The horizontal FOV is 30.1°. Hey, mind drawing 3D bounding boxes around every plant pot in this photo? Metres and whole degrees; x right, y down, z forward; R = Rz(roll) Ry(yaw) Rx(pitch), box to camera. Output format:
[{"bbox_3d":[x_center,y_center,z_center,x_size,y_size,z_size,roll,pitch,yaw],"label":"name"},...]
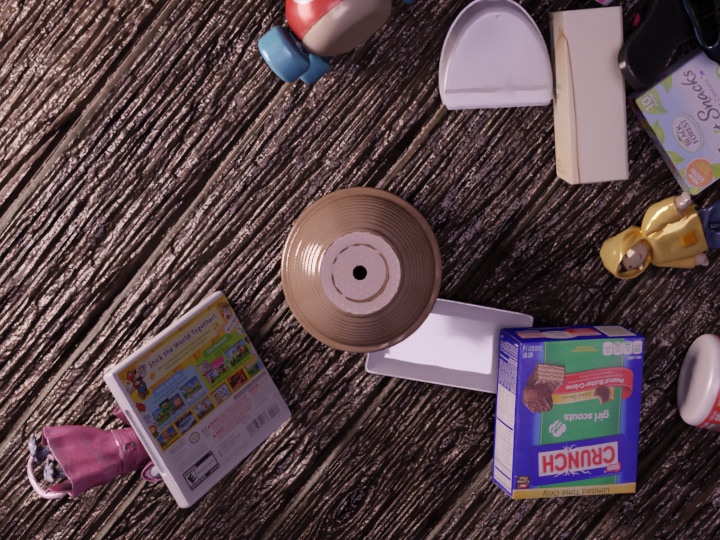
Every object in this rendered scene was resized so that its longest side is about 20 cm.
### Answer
[{"bbox_3d":[0.000,0.000,1.601,0.198,0.093,0.203,0,92,2],"label":"plant pot"}]

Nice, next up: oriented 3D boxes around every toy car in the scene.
[{"bbox_3d":[-0.059,-0.347,1.522,0.184,0.177,0.201,-37,88,15],"label":"toy car"}]

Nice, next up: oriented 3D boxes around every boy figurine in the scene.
[{"bbox_3d":[0.390,-0.045,1.635,0.198,0.065,0.125,-15,134,7],"label":"boy figurine"}]

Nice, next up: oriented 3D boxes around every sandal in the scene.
[{"bbox_3d":[0.344,-0.277,1.574,0.075,0.045,0.200,51,54,-13],"label":"sandal"}]

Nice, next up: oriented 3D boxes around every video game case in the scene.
[{"bbox_3d":[-0.189,0.150,1.598,0.200,0.023,0.183,-39,105,-42],"label":"video game case"}]

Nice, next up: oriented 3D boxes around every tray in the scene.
[{"bbox_3d":[0.110,0.089,1.674,0.198,0.022,0.109,10,98,-6],"label":"tray"}]

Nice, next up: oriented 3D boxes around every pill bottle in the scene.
[{"bbox_3d":[0.506,0.156,1.666,0.198,0.116,0.117,13,99,-6],"label":"pill bottle"}]

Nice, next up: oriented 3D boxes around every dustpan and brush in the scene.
[{"bbox_3d":[0.160,-0.300,1.600,0.138,0.057,0.202,-3,107,-4],"label":"dustpan and brush"}]

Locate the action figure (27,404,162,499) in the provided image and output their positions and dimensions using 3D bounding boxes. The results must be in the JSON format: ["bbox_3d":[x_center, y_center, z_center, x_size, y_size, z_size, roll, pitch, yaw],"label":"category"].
[{"bbox_3d":[-0.292,0.228,1.630,0.198,0.149,0.135,-8,58,-29],"label":"action figure"}]

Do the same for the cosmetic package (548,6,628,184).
[{"bbox_3d":[0.271,-0.209,1.593,0.072,0.104,0.202,-6,99,-1],"label":"cosmetic package"}]

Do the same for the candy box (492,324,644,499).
[{"bbox_3d":[0.257,0.175,1.661,0.167,0.077,0.202,-2,103,-14],"label":"candy box"}]

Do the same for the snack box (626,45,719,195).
[{"bbox_3d":[0.445,-0.208,1.630,0.199,0.053,0.143,-35,100,3],"label":"snack box"}]

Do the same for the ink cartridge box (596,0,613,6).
[{"bbox_3d":[0.233,-0.411,1.567,0.199,0.042,0.120,28,73,-6],"label":"ink cartridge box"}]

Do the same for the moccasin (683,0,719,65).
[{"bbox_3d":[0.408,-0.343,1.561,0.080,0.068,0.202,-24,72,32],"label":"moccasin"}]
